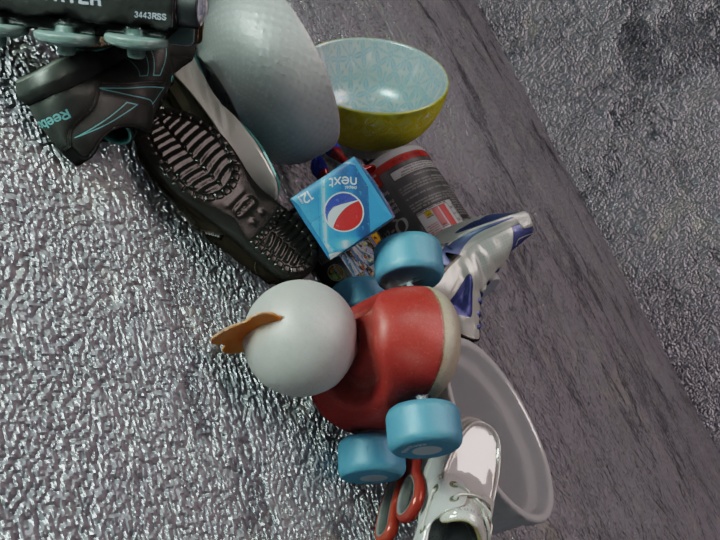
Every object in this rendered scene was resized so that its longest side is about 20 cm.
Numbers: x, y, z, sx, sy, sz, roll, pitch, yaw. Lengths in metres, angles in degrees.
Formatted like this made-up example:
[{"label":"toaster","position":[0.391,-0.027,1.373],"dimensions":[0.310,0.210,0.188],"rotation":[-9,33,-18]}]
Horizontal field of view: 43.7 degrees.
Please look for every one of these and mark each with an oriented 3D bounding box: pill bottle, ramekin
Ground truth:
[{"label":"pill bottle","position":[0.080,-0.045,1.109],"dimensions":[0.200,0.116,0.116],"rotation":[58,21,17]},{"label":"ramekin","position":[0.106,0.180,0.926],"dimensions":[0.200,0.098,0.201],"rotation":[45,25,-29]}]

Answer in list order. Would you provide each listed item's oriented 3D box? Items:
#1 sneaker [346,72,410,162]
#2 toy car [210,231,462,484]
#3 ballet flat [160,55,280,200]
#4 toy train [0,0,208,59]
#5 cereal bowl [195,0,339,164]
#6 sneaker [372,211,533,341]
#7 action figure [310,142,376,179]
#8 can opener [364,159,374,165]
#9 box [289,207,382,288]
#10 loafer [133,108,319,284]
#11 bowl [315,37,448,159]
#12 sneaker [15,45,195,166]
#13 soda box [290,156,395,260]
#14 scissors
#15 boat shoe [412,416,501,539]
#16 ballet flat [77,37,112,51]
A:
[{"label":"sneaker","position":[0.011,-0.227,1.294],"dimensions":[0.201,0.075,0.088],"rotation":[61,3,-2]},{"label":"toy car","position":[-0.035,0.067,0.756],"dimensions":[0.199,0.177,0.185],"rotation":[11,61,-25]},{"label":"ballet flat","position":[-0.154,-0.135,0.844],"dimensions":[0.200,0.069,0.069],"rotation":[57,22,5]},{"label":"toy train","position":[-0.207,-0.207,0.674],"dimensions":[0.114,0.199,0.086],"rotation":[-78,173,-73]},{"label":"cereal bowl","position":[-0.109,-0.189,0.899],"dimensions":[0.200,0.083,0.200],"rotation":[50,-18,22]},{"label":"sneaker","position":[0.110,0.017,1.002],"dimensions":[0.199,0.080,0.116],"rotation":[-29,104,-26]},{"label":"action figure","position":[-0.063,-0.161,1.013],"dimensions":[0.052,0.066,0.200],"rotation":[-22,62,-44]},{"label":"can opener","position":[0.062,-0.062,1.214],"dimensions":[0.200,0.067,0.053],"rotation":[52,15,20]},{"label":"box","position":[0.000,0.000,1.008],"dimensions":[0.200,0.040,0.137],"rotation":[57,23,-4]},{"label":"loafer","position":[-0.127,-0.055,0.788],"dimensions":[0.200,0.071,0.073],"rotation":[47,55,2]},{"label":"bowl","position":[0.010,-0.213,1.183],"dimensions":[0.201,0.199,0.108],"rotation":[-94,-172,-48]},{"label":"sneaker","position":[-0.199,-0.149,0.748],"dimensions":[0.200,0.075,0.080],"rotation":[-46,116,-53]},{"label":"soda box","position":[-0.011,-0.058,0.847],"dimensions":[0.064,0.068,0.200],"rotation":[57,4,-2]},{"label":"scissors","position":[0.048,0.154,0.828],"dimensions":[0.014,0.073,0.201],"rotation":[26,47,-12]},{"label":"boat shoe","position":[0.084,0.213,0.757],"dimensions":[0.071,0.069,0.201],"rotation":[26,63,-8]},{"label":"ballet flat","position":[-0.215,-0.255,0.830],"dimensions":[0.068,0.075,0.200],"rotation":[33,25,0]}]
